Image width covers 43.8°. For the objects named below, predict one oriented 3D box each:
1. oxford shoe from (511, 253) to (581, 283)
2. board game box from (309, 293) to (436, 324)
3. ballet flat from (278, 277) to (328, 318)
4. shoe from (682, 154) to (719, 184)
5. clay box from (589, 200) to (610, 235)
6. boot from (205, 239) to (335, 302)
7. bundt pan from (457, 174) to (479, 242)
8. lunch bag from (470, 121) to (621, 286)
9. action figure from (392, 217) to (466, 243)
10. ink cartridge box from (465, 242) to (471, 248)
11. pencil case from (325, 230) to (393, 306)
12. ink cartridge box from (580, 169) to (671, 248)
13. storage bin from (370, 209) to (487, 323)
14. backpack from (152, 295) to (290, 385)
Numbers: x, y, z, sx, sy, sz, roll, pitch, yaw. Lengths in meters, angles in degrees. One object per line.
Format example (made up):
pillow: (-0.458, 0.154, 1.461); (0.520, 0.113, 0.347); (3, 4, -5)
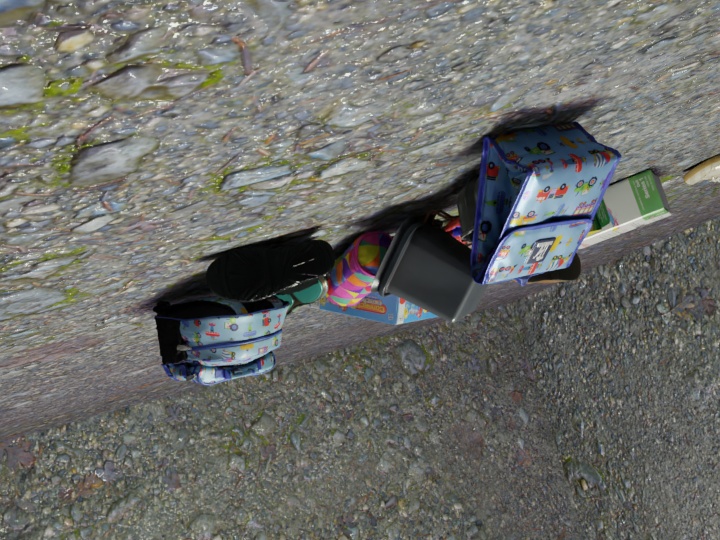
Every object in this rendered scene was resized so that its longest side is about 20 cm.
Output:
oxford shoe: (0.244, -0.009, 1.363); (0.197, 0.073, 0.071); (12, 164, -34)
board game box: (0.038, 0.049, 1.679); (0.197, 0.057, 0.194); (10, -171, 34)
ballet flat: (-0.101, 0.025, 1.539); (0.073, 0.076, 0.199); (-11, 171, -37)
shoe: (0.744, -0.209, 1.794); (0.198, 0.054, 0.069); (-25, 169, 38)
clay box: (0.303, -0.093, 1.411); (0.047, 0.117, 0.200); (-12, 169, -25)
boot: (-0.133, 0.005, 1.305); (0.195, 0.075, 0.162); (-14, 177, -16)
bundt pan: (0.224, -0.109, 1.271); (0.198, 0.077, 0.202); (-17, 171, -3)
lunch bag: (0.216, -0.069, 1.123); (0.148, 0.094, 0.203); (-13, 130, -28)
action figure: (0.129, -0.049, 1.519); (0.197, 0.052, 0.066); (-16, 136, -23)
ink cartridge box: (0.222, -0.047, 1.632); (0.197, 0.086, 0.146); (-20, 172, 8)
pencil case: (0.000, 0.000, 1.475); (0.087, 0.090, 0.200); (-14, 170, -20)
ink cartridge box: (0.499, -0.116, 1.769); (0.197, 0.085, 0.144); (-22, 170, 23)
storage bin: (0.124, -0.005, 1.356); (0.147, 0.133, 0.200); (-64, 166, 13)
backpack: (-0.203, 0.102, 1.400); (0.181, 0.137, 0.198); (-9, -177, -43)
